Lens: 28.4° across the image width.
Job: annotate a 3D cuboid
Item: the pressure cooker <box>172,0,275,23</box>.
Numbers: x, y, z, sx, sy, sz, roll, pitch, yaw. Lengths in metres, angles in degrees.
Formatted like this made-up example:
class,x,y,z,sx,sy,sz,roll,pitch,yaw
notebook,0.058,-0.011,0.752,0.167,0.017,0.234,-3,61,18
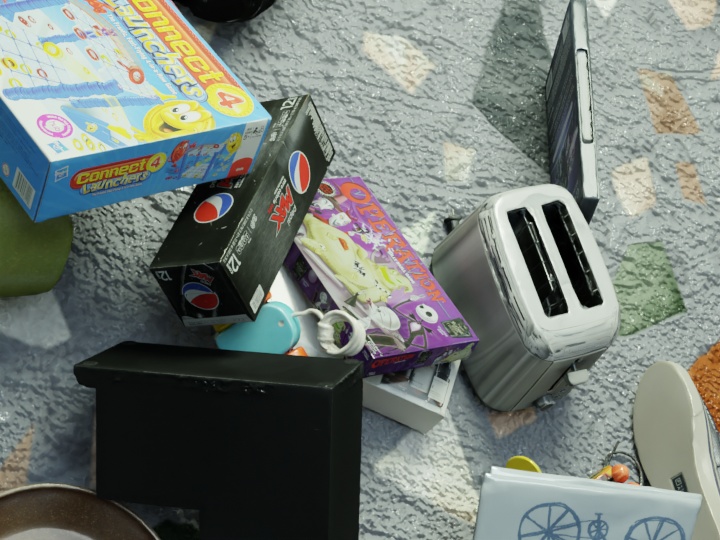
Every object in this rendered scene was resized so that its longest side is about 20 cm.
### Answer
class,x,y,z,sx,sy,sz,roll,pitch,yaw
pressure cooker,-0.105,-0.346,1.266,0.177,0.177,0.201,27,58,12

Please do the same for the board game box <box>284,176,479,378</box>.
class,x,y,z,sx,sy,sz,roll,pitch,yaw
board game box,0.000,0.000,1.182,0.119,0.032,0.201,-3,47,-43

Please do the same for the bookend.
class,x,y,z,sx,sy,sz,roll,pitch,yaw
bookend,-0.103,0.165,1.055,0.196,0.092,0.203,3,99,14

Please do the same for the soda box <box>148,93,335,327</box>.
class,x,y,z,sx,sy,sz,roll,pitch,yaw
soda box,-0.088,-0.049,1.109,0.064,0.070,0.201,62,36,-35

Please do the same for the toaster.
class,x,y,z,sx,sy,sz,roll,pitch,yaw
toaster,0.140,0.014,1.222,0.112,0.129,0.202,-10,71,-25

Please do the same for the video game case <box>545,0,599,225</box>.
class,x,y,z,sx,sy,sz,roll,pitch,yaw
video game case,0.191,-0.122,1.296,0.019,0.143,0.202,1,66,-2

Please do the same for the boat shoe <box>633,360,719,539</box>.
class,x,y,z,sx,sy,sz,roll,pitch,yaw
boat shoe,0.306,0.181,1.253,0.092,0.074,0.202,13,58,-37

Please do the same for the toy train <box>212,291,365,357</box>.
class,x,y,z,sx,sy,sz,roll,pitch,yaw
toy train,-0.067,0.112,1.116,0.149,0.056,0.202,19,101,10

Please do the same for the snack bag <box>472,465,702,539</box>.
class,x,y,z,sx,sy,sz,roll,pitch,yaw
snack bag,0.167,0.261,1.121,0.186,0.021,0.203,8,100,-13

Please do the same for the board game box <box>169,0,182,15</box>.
class,x,y,z,sx,sy,sz,roll,pitch,yaw
board game box,-0.247,-0.221,1.198,0.147,0.064,0.201,-25,69,-31

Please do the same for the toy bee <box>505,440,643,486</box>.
class,x,y,z,sx,sy,sz,roll,pitch,yaw
toy bee,0.176,0.194,1.167,0.130,0.109,0.201,34,60,-2

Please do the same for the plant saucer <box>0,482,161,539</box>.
class,x,y,z,sx,sy,sz,roll,pitch,yaw
plant saucer,-0.226,0.257,1.029,0.198,0.037,0.203,8,64,-16

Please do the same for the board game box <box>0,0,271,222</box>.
class,x,y,z,sx,sy,sz,roll,pitch,yaw
board game box,-0.200,-0.139,1.043,0.195,0.056,0.200,-18,56,-42

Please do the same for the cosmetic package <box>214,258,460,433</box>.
class,x,y,z,sx,sy,sz,roll,pitch,yaw
cosmetic package,-0.014,0.055,1.190,0.198,0.051,0.083,24,59,-8

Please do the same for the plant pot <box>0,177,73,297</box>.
class,x,y,z,sx,sy,sz,roll,pitch,yaw
plant pot,-0.318,-0.053,1.060,0.182,0.200,0.203,4,65,-32
